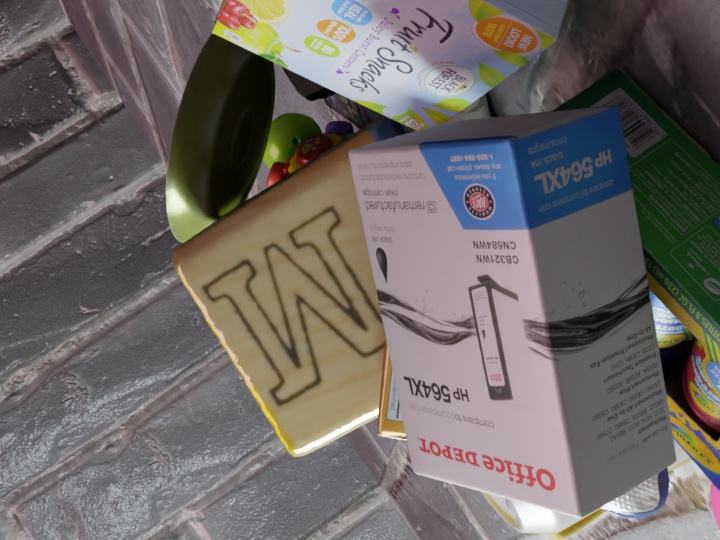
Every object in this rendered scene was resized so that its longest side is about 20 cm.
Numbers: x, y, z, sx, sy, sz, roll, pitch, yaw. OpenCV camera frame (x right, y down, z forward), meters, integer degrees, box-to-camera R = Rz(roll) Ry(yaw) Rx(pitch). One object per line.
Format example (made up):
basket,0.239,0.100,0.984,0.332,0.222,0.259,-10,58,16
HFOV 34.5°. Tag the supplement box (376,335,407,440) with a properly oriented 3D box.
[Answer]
supplement box,0.052,0.016,0.803,0.067,0.068,0.203,-74,-8,-68

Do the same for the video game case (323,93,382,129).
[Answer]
video game case,-0.021,-0.213,1.081,0.182,0.023,0.202,43,162,52

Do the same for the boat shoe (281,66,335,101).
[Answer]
boat shoe,-0.073,-0.244,0.988,0.093,0.074,0.201,54,168,44

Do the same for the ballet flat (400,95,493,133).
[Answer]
ballet flat,0.052,-0.146,0.873,0.201,0.069,0.071,57,149,6

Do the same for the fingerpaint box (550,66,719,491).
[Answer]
fingerpaint box,0.183,0.010,0.688,0.201,0.073,0.167,52,168,26

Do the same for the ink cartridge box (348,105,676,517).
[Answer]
ink cartridge box,0.082,0.020,0.648,0.145,0.084,0.203,3,108,54

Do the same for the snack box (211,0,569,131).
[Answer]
snack box,0.013,-0.166,0.694,0.167,0.069,0.200,24,166,-14

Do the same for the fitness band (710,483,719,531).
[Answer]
fitness band,0.313,0.211,0.773,0.201,0.037,0.144,51,167,25

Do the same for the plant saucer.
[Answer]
plant saucer,-0.114,-0.118,1.006,0.031,0.202,0.201,15,158,9

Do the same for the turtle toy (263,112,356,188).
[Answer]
turtle toy,-0.037,-0.092,1.147,0.200,0.145,0.102,41,165,54

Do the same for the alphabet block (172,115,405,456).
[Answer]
alphabet block,0.000,0.000,0.953,0.198,0.198,0.195,59,-160,-5

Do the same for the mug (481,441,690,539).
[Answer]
mug,0.167,0.138,0.898,0.188,0.152,0.149,59,167,-14

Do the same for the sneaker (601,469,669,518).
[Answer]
sneaker,0.149,0.105,0.772,0.200,0.075,0.088,49,-178,-21
